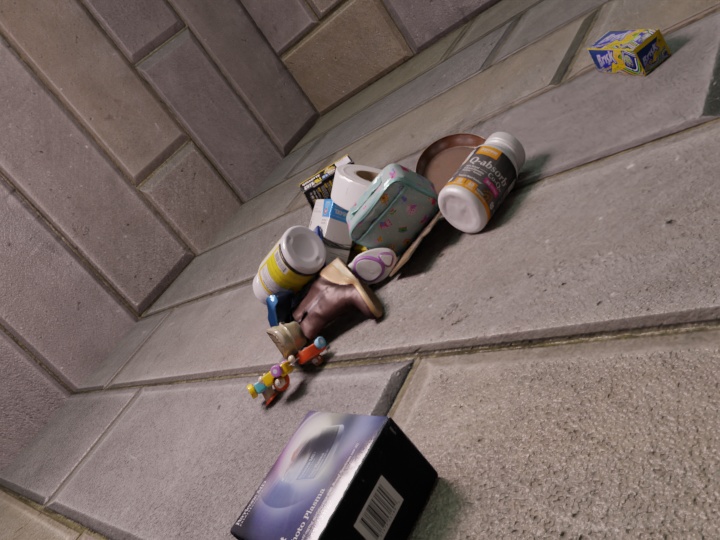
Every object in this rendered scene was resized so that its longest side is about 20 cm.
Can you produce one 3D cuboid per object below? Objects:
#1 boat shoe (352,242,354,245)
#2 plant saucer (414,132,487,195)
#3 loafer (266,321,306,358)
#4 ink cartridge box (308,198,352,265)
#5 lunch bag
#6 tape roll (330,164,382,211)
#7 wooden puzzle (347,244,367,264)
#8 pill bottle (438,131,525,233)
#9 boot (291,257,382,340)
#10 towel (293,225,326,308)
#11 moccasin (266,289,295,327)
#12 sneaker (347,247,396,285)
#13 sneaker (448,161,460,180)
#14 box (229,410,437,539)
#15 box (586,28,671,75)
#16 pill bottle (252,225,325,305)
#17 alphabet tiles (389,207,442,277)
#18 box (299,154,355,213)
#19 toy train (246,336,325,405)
[{"bbox_3d":[-0.029,-0.100,1.612,0.200,0.062,0.072,-42,10,48],"label":"boat shoe"},{"bbox_3d":[0.224,-0.235,1.408,0.193,0.035,0.206,-10,53,13],"label":"plant saucer"},{"bbox_3d":[-0.155,0.144,1.309,0.068,0.077,0.200,-36,-5,-10],"label":"loafer"},{"bbox_3d":[-0.084,-0.069,1.535,0.145,0.082,0.207,12,86,67],"label":"ink cartridge box"},{"bbox_3d":[0.065,-0.126,1.326,0.201,0.157,0.079,-49,39,30],"label":"lunch bag"},{"bbox_3d":[0.027,-0.192,1.467,0.204,0.195,0.073,-97,20,-66],"label":"tape roll"},{"bbox_3d":[0.058,-0.085,1.509,0.186,0.037,0.198,-49,22,-19],"label":"wooden puzzle"},{"bbox_3d":[0.254,-0.185,1.247,0.201,0.117,0.115,-51,23,-24],"label":"pill bottle"},{"bbox_3d":[-0.051,0.086,1.289,0.168,0.072,0.200,-50,47,6],"label":"boot"},{"bbox_3d":[-0.138,0.010,1.477,0.202,0.023,0.150,-55,32,34],"label":"towel"},{"bbox_3d":[-0.174,0.114,1.404,0.067,0.082,0.201,-25,-20,-19],"label":"moccasin"},{"bbox_3d":[0.000,0.000,1.380,0.197,0.076,0.100,-31,9,25],"label":"sneaker"},{"bbox_3d":[0.172,-0.195,1.488,0.197,0.075,0.083,-24,34,39],"label":"sneaker"},{"bbox_3d":[-0.038,0.303,0.789,0.196,0.124,0.202,-15,32,52],"label":"box"},{"bbox_3d":[0.580,-0.478,1.324,0.069,0.065,0.201,-37,20,6],"label":"box"},{"bbox_3d":[-0.170,-0.003,1.397,0.200,0.113,0.116,-42,13,46],"label":"pill bottle"},{"bbox_3d":[0.131,-0.076,1.319,0.202,0.007,0.167,-54,3,-29],"label":"alphabet tiles"},{"bbox_3d":[-0.056,-0.184,1.643,0.157,0.203,0.050,-32,39,-4],"label":"box"},{"bbox_3d":[-0.151,0.217,1.268,0.199,0.057,0.149,-38,-8,37],"label":"toy train"}]
